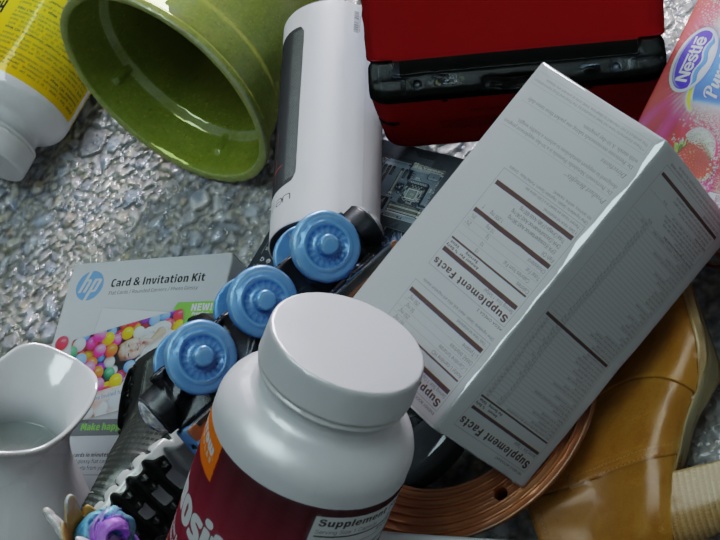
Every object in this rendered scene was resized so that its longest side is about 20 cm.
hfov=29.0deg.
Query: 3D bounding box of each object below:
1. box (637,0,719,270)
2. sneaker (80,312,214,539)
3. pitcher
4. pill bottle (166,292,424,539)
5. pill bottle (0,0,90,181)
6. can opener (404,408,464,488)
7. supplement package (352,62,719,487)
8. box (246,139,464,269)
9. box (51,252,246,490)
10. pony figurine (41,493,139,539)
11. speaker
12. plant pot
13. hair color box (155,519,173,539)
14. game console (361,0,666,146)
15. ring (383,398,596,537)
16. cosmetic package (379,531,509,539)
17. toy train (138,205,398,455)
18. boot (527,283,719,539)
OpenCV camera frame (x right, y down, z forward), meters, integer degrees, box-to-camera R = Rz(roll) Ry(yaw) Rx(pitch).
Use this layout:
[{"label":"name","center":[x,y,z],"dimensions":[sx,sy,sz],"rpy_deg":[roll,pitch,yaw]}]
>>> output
[{"label":"box","center":[0.256,-0.107,0.904],"dimensions":[0.095,0.100,0.202],"rpy_deg":[20,79,42]},{"label":"sneaker","center":[-0.136,0.107,0.950],"dimensions":[0.090,0.067,0.201],"rpy_deg":[22,66,40]},{"label":"pitcher","center":[-0.253,0.172,0.936],"dimensions":[0.121,0.202,0.171],"rpy_deg":[30,38,28]},{"label":"pill bottle","center":[-0.038,0.117,0.762],"dimensions":[0.113,0.112,0.202],"rpy_deg":[49,130,40]},{"label":"pill bottle","center":[-0.294,-0.187,1.258],"dimensions":[0.112,0.113,0.202],"rpy_deg":[13,68,33]},{"label":"can opener","center":[0.094,0.080,0.922],"dimensions":[0.199,0.053,0.067],"rpy_deg":[-33,48,5]},{"label":"supplement package","center":[0.100,0.004,0.816],"dimensions":[0.200,0.114,0.109],"rpy_deg":[-50,47,2]},{"label":"box","center":[0.000,0.000,1.025],"dimensions":[0.157,0.051,0.201],"rpy_deg":[16,69,35]},{"label":"box","center":[-0.174,0.087,1.072],"dimensions":[0.154,0.041,0.202],"rpy_deg":[-3,59,26]},{"label":"pony figurine","center":[-0.130,0.253,0.849],"dimensions":[0.192,0.202,0.166],"rpy_deg":[24,30,31]},{"label":"speaker","center":[-0.022,-0.095,1.013],"dimensions":[0.080,0.081,0.202],"rpy_deg":[-12,56,21]},{"label":"plant pot","center":[-0.111,-0.208,1.142],"dimensions":[0.199,0.201,0.185],"rpy_deg":[16,57,34]},{"label":"hair color box","center":[-0.037,0.186,0.923],"dimensions":[0.198,0.061,0.101],"rpy_deg":[10,66,32]},{"label":"game console","center":[0.104,-0.171,0.957],"dimensions":[0.197,0.172,0.120],"rpy_deg":[-4,77,8]},{"label":"ring","center":[0.058,0.082,0.892],"dimensions":[0.198,0.019,0.202],"rpy_deg":[-16,51,21]},{"label":"cosmetic package","center":[0.099,0.211,0.790],"dimensions":[0.197,0.074,0.103],"rpy_deg":[4,63,7]},{"label":"toy train","center":[-0.046,0.049,0.891],"dimensions":[0.200,0.087,0.115],"rpy_deg":[-42,95,-16]},{"label":"boot","center":[0.157,0.086,0.875],"dimensions":[0.143,0.071,0.203],"rpy_deg":[-17,59,18]}]
